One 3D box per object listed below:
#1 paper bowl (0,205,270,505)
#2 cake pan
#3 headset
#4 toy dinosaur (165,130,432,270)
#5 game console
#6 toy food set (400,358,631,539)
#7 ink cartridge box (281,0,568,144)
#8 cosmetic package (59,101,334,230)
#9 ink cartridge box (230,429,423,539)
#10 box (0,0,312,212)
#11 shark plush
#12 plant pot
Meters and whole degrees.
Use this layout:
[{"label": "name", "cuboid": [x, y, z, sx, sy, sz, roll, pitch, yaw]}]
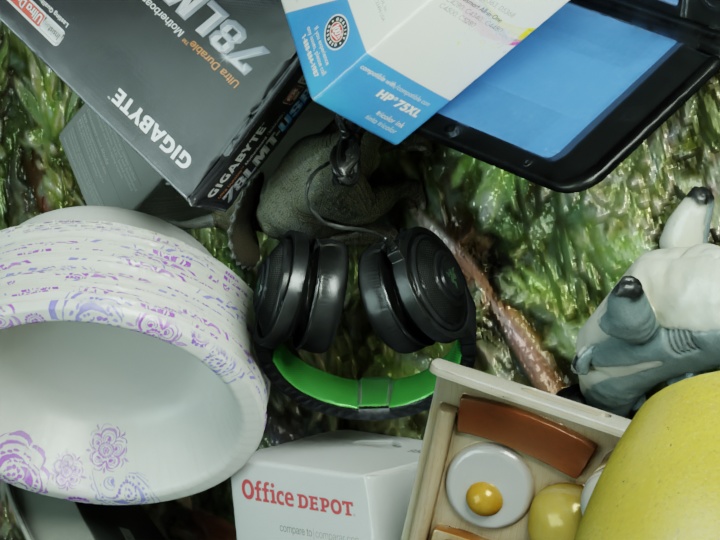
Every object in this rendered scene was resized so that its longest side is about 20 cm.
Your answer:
[{"label": "paper bowl", "cuboid": [-0.149, 0.041, 1.702, 0.201, 0.200, 0.105, 128, 154, -46]}, {"label": "cake pan", "cuboid": [-0.156, 0.186, 1.872, 0.037, 0.200, 0.201, -33, 64, 6]}, {"label": "headset", "cuboid": [0.000, 0.000, 1.624, 0.200, 0.123, 0.094, 82, -171, -49]}, {"label": "toy dinosaur", "cuboid": [-0.017, -0.046, 1.665, 0.200, 0.102, 0.077, -29, 75, 54]}, {"label": "game console", "cuboid": [0.093, -0.152, 1.473, 0.200, 0.116, 0.177, 26, 119, 48]}, {"label": "toy food set", "cuboid": [0.086, 0.151, 1.542, 0.143, 0.060, 0.201, 17, 118, 10]}, {"label": "ink cartridge box", "cuboid": [0.053, -0.171, 1.459, 0.200, 0.067, 0.116, -38, 47, 25]}, {"label": "cosmetic package", "cuboid": [-0.084, -0.100, 1.742, 0.200, 0.107, 0.090, -46, 62, 47]}, {"label": "ink cartridge box", "cuboid": [0.003, 0.201, 1.713, 0.144, 0.084, 0.201, 2, 99, 54]}, {"label": "box", "cuboid": [-0.089, -0.170, 1.623, 0.200, 0.050, 0.199, 44, 103, 23]}, {"label": "shark plush", "cuboid": [0.146, 0.052, 1.498, 0.083, 0.091, 0.200, 38, 130, 4]}, {"label": "plant pot", "cuboid": [0.183, 0.131, 1.383, 0.200, 0.199, 0.142, -43, 39, 50]}]
